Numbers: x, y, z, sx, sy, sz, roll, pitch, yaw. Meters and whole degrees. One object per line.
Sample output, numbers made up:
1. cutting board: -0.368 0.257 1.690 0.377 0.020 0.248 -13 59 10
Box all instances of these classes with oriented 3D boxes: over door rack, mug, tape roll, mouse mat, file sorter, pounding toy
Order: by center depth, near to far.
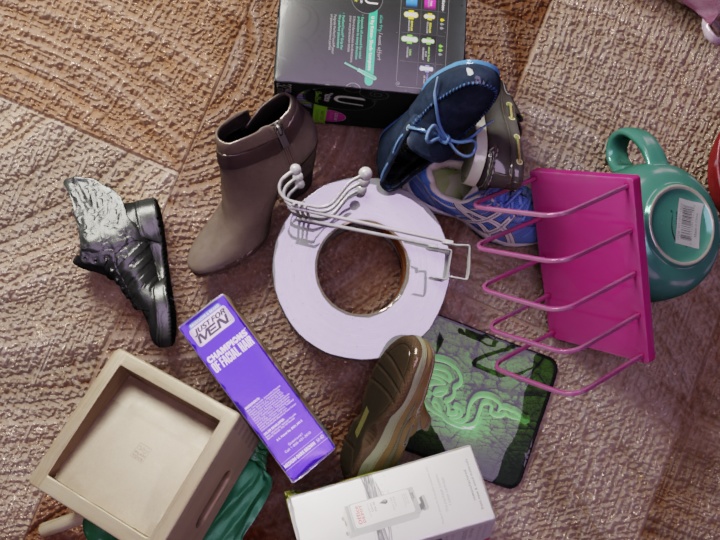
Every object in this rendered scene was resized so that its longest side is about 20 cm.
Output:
1. over door rack: 0.018 -0.055 0.879 0.198 0.148 0.067 23 89 -1
2. pounding toy: -0.237 0.216 0.908 0.182 0.143 0.201 25 69 17
3. file sorter: 0.207 0.010 0.914 0.124 0.138 0.202 -22 111 -31
4. mug: 0.314 -0.055 0.970 0.152 0.114 0.186 -38 97 -19
5. tape roll: 0.000 0.000 0.979 0.197 0.066 0.203 0 86 -3
6. mouse mat: 0.119 0.148 1.013 0.198 0.008 0.163 20 85 -3

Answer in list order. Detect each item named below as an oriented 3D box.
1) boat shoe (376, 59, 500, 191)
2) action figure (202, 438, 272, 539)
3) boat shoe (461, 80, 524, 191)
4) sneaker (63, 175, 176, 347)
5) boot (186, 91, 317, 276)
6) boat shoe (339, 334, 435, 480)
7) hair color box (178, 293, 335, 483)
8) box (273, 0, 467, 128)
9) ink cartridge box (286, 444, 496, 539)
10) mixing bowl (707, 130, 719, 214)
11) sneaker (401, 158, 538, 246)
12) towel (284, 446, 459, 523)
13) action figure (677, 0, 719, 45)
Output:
1. boat shoe: 0.081 -0.137 0.882 0.083 0.200 0.069 15 65 -16
2. action figure: -0.161 0.272 0.956 0.118 0.055 0.201 37 77 -1
3. boat shoe: 0.149 -0.153 0.959 0.060 0.072 0.202 15 41 -3
4. sneaker: -0.267 -0.009 0.963 0.103 0.060 0.203 -8 82 -7
5. boot: -0.126 -0.097 0.932 0.070 0.147 0.200 38 73 26
6. boat shoe: 0.044 0.153 0.947 0.075 0.072 0.201 11 126 -22
7. hair color box: -0.110 0.123 0.942 0.065 0.109 0.201 -38 91 -6
8. box: 0.007 -0.234 0.954 0.197 0.149 0.126 4 84 -5
9. ink cartridge box: 0.032 0.271 0.920 0.197 0.147 0.084 -15 60 -6
10. mixing bowl: 0.484 -0.111 1.010 0.197 0.108 0.203 0 86 -5
11. sneaker: 0.144 -0.078 0.993 0.197 0.077 0.077 15 84 -7
12. towel: 0.015 0.240 0.961 0.197 0.086 0.018 -13 60 -8
13. action figure: 0.357 -0.375 1.038 0.197 0.135 0.150 12 128 8
